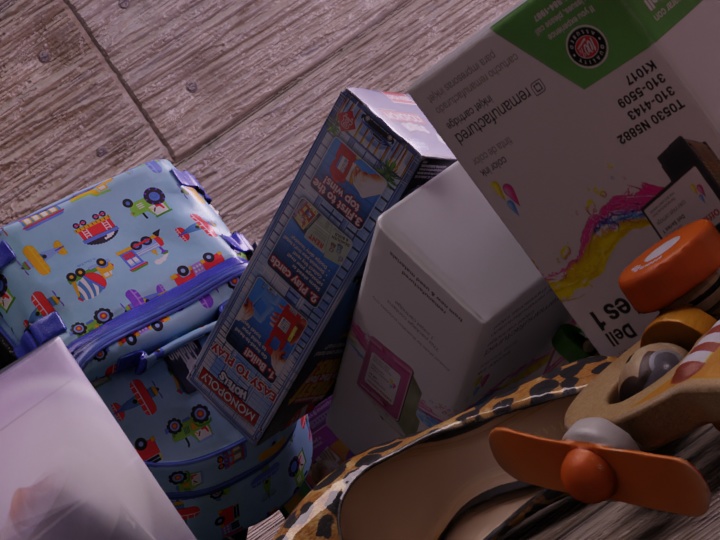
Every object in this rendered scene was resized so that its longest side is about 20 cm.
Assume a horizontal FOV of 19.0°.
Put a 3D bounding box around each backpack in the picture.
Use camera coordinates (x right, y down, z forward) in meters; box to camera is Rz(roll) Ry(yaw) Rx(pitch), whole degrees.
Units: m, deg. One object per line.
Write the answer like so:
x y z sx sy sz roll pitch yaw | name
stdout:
-0.121 0.059 1.264 0.182 0.200 0.135 -22 -30 -27 | backpack

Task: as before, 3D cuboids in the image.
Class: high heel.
0.039 0.098 0.961 0.199 0.072 0.143 -26 -7 -23 | high heel

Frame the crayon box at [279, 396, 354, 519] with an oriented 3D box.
0.011 0.071 1.382 0.199 0.119 0.058 -35 2 -5 | crayon box

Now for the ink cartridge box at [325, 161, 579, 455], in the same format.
0.068 0.022 1.162 0.144 0.085 0.201 -36 -21 -29 | ink cartridge box

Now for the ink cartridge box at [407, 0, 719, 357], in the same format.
0.139 -0.047 0.968 0.084 0.200 0.145 -40 5 -39 | ink cartridge box

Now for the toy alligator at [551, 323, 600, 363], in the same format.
0.164 0.016 1.104 0.199 0.054 0.059 -34 3 20 | toy alligator

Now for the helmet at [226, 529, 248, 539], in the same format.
-0.174 0.154 1.386 0.190 0.201 0.200 -35 2 22 | helmet

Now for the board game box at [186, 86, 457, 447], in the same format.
0.000 0.000 1.196 0.200 0.062 0.200 -54 -20 17 | board game box

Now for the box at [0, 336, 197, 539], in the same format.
-0.156 0.166 0.861 0.123 0.199 0.200 -33 4 38 | box

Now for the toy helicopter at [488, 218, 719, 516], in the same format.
0.127 0.046 0.814 0.132 0.079 0.200 -36 6 -11 | toy helicopter
